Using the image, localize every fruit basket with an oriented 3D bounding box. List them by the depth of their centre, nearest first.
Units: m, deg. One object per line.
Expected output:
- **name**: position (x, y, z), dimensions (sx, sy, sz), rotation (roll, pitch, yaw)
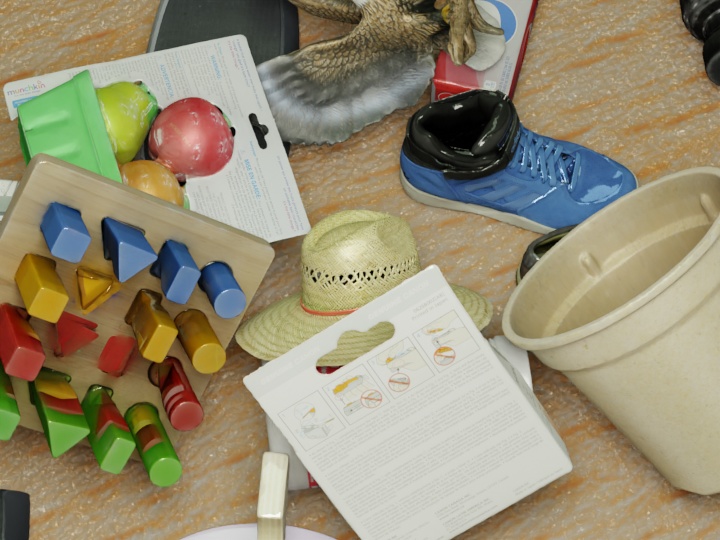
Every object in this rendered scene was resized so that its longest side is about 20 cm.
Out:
- **fruit basket**: position (-0.159, -0.085, 1.313), dimensions (0.199, 0.094, 0.186), rotation (-12, 68, -21)

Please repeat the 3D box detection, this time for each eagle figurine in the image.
- **eagle figurine**: position (0.006, -0.200, 1.376), dimensions (0.151, 0.199, 0.152), rotation (63, 33, -11)

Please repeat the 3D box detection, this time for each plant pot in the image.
- **plant pot**: position (0.238, 0.057, 1.252), dimensions (0.200, 0.200, 0.184), rotation (-42, 105, -16)

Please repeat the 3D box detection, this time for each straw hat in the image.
- **straw hat**: position (0.000, 0.000, 1.286), dimensions (0.200, 0.201, 0.085), rotation (-7, 107, -2)

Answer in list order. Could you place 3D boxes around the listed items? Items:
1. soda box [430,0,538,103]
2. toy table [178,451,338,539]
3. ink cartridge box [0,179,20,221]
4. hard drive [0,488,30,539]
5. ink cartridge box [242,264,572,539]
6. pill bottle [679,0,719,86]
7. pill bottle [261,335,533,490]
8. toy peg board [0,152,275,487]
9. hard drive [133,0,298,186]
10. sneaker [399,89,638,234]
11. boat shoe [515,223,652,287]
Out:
- **soda box**: position (0.116, -0.224, 1.461), dimensions (0.070, 0.063, 0.201), rotation (13, 67, 7)
- **toy table**: position (-0.071, 0.237, 1.227), dimensions (0.199, 0.117, 0.185), rotation (-6, 66, -3)
- **ink cartridge box**: position (-0.293, 0.007, 1.351), dimensions (0.199, 0.084, 0.146), rotation (4, 66, 2)
- **hard drive**: position (-0.323, 0.255, 1.262), dimensions (0.134, 0.042, 0.201), rotation (3, 66, 3)
- **ink cartridge box**: position (0.033, 0.101, 1.201), dimensions (0.162, 0.200, 0.050), rotation (-31, 23, 9)
- **pill bottle**: position (0.325, -0.261, 1.448), dimensions (0.111, 0.112, 0.201), rotation (-3, 66, 0)
- **pill bottle**: position (0.028, 0.102, 1.288), dimensions (0.199, 0.112, 0.113), rotation (-6, 66, -2)
- **toy peg board**: position (-0.178, 0.052, 1.222), dimensions (0.200, 0.199, 0.098), rotation (-61, 31, 14)
- **hard drive**: position (-0.123, -0.151, 1.434), dimensions (0.134, 0.042, 0.201), rotation (4, 66, 3)
- **sneaker**: position (0.131, -0.090, 1.373), dimensions (0.199, 0.111, 0.077), rotation (11, 66, 5)
- **boat shoe**: position (0.225, -0.011, 1.360), dimensions (0.200, 0.066, 0.072), rotation (-8, 65, -3)
